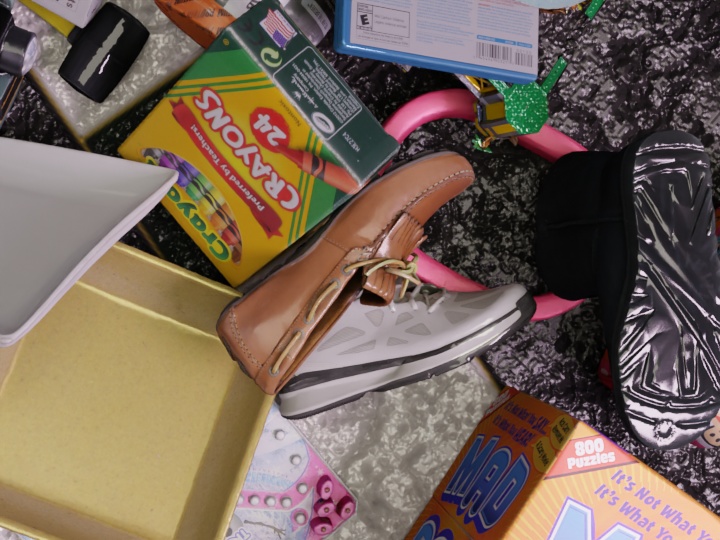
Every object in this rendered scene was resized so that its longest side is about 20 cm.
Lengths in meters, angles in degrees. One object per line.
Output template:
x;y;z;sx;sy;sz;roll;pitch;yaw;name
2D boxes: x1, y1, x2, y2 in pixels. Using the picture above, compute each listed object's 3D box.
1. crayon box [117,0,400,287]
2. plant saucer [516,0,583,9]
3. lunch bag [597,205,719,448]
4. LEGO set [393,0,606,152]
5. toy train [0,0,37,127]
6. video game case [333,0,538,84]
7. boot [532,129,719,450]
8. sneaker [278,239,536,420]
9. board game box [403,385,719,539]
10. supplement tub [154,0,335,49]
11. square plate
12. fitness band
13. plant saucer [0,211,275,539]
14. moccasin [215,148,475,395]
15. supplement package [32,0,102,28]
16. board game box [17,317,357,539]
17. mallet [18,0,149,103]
-0.078;-0.072;0.934;0.127;0.200;0.051;49;50;-4;crayon box
0.122;-0.272;0.917;0.199;0.039;0.204;3;84;-37;plant saucer
0.265;0.028;0.984;0.082;0.176;0.201;40;85;-10;lunch bag
0.088;-0.187;1.005;0.153;0.116;0.202;33;73;-24;LEGO set
-0.309;-0.159;0.939;0.198;0.114;0.086;19;61;-4;toy train
0.053;-0.228;0.911;0.142;0.018;0.203;6;82;-25;video game case
0.173;0.012;0.943;0.075;0.168;0.203;-1;87;-12;boot
0.014;0.020;0.982;0.199;0.076;0.117;-20;93;16;sneaker
0.144;0.225;0.962;0.199;0.200;0.201;35;87;-7;board game box
-0.045;-0.234;0.966;0.122;0.123;0.201;36;86;-7;supplement tub
-0.243;-0.023;0.897;0.196;0.200;0.029;11;126;21;square plate
0.095;-0.045;1.034;0.198;0.037;0.145;27;85;-8;fitness band
-0.166;0.090;0.951;0.198;0.048;0.202;23;72;-10;plant saucer
0.000;-0.001;0.929;0.201;0.074;0.078;-41;75;-14;moccasin
-0.234;-0.272;0.929;0.199;0.114;0.110;29;51;-8;supplement package
-0.134;0.161;1.013;0.200;0.026;0.200;-41;95;-5;board game box
-0.234;-0.206;0.989;0.200;0.041;0.066;44;87;-2;mallet
